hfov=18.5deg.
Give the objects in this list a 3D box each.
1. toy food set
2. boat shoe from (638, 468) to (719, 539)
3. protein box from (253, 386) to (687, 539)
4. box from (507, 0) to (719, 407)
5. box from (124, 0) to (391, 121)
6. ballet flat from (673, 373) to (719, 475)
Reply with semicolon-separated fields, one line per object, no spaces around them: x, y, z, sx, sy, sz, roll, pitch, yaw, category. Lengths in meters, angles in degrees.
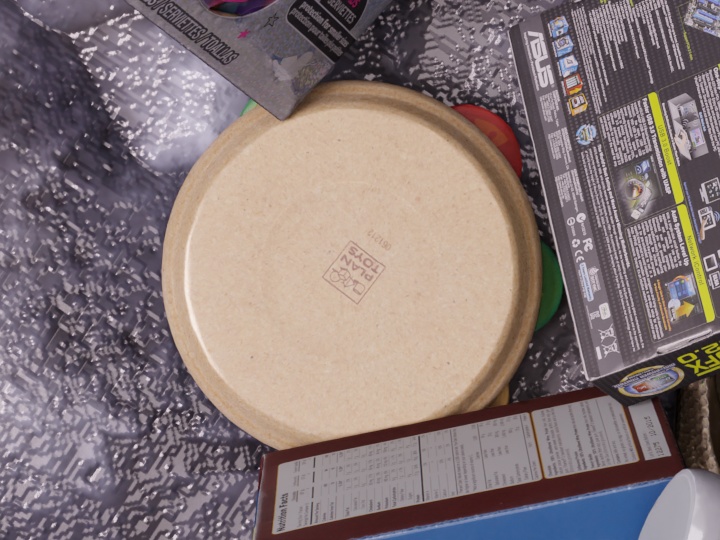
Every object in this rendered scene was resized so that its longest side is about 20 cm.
0.000;0.000;1.117;0.199;0.049;0.199;22;93;3;toy food set
0.157;0.180;0.951;0.091;0.071;0.201;8;112;-4;boat shoe
0.066;0.181;1.053;0.199;0.135;0.199;-11;106;4;protein box
0.165;-0.055;1.040;0.160;0.044;0.201;-23;60;22;box
-0.073;-0.175;1.024;0.115;0.200;0.132;-48;65;5;box
0.186;0.061;1.097;0.046;0.067;0.201;-11;86;42;ballet flat
